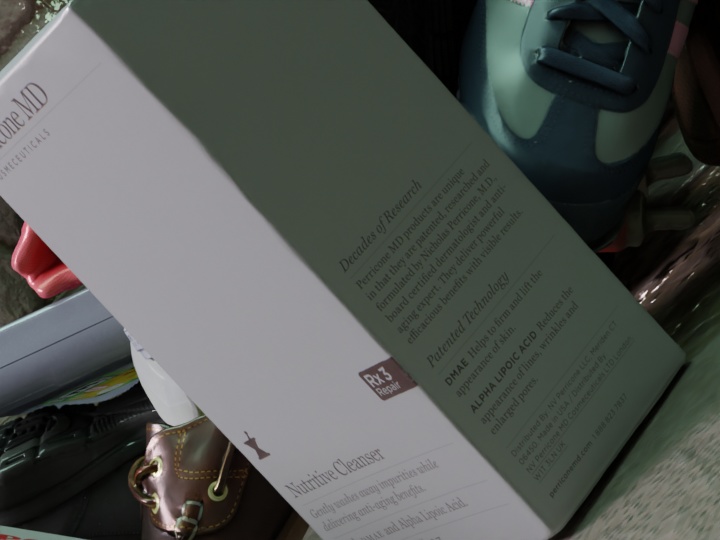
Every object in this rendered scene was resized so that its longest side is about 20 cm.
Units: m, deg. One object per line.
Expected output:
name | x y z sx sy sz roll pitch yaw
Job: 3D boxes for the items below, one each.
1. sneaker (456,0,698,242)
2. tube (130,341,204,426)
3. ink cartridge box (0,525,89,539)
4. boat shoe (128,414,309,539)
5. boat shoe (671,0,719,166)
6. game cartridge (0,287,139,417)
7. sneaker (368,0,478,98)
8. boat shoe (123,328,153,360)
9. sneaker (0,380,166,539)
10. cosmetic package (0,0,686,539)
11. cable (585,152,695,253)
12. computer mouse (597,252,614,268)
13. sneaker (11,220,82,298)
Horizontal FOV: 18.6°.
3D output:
sneaker | 0.079 -0.105 0.697 0.082 0.070 0.201 112 173 -57
tube | 0.000 0.000 0.911 0.200 0.052 0.058 -32 35 -24
ink cartridge box | -0.167 0.144 0.740 0.200 0.144 0.085 -86 5 -82
boat shoe | -0.045 0.071 0.779 0.201 0.070 0.070 -60 10 -8
boat shoe | 0.163 -0.088 0.686 0.074 0.075 0.202 -5 -18 -17
game cartridge | -0.094 0.024 1.014 0.133 0.041 0.200 -28 -5 10
sneaker | 0.013 -0.085 0.778 0.104 0.060 0.199 -1 2 34
boat shoe | -0.003 -0.029 0.837 0.199 0.062 0.072 -23 4 -9
sneaker | -0.079 0.087 0.960 0.199 0.091 0.076 -21 17 6
cosmetic package | -0.015 -0.008 0.650 0.081 0.200 0.113 -50 9 -32
cable | 0.014 -0.017 0.740 0.199 0.050 0.097 -14 37 6
computer mouse | 0.077 -0.013 0.844 0.058 0.034 0.200 -29 6 18
sneaker | -0.081 -0.042 0.879 0.087 0.074 0.200 -41 -3 -38
